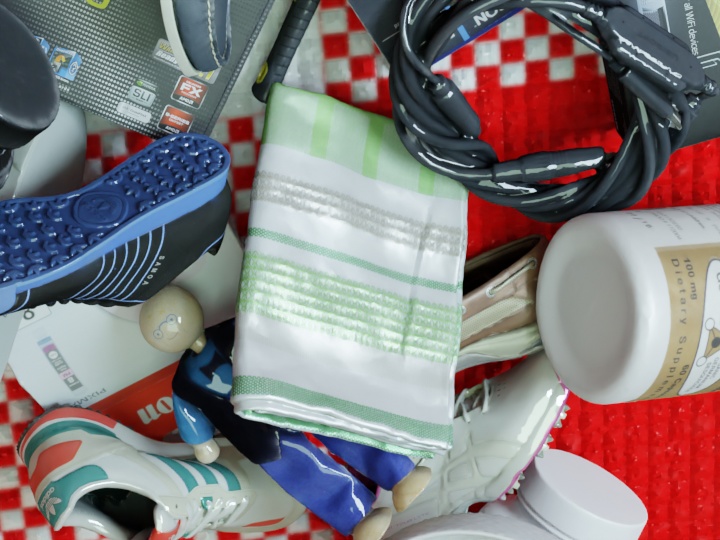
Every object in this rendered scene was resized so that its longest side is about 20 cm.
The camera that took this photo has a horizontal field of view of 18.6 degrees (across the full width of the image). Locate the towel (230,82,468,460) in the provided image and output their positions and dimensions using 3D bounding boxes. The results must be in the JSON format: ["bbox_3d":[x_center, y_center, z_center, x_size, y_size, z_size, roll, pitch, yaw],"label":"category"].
[{"bbox_3d":[0.000,0.000,1.298,0.148,0.031,0.202,15,71,-28],"label":"towel"}]

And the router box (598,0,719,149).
[{"bbox_3d":[0.216,-0.183,1.315,0.156,0.052,0.202,-15,116,-3],"label":"router box"}]

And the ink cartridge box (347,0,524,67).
[{"bbox_3d":[0.036,-0.176,1.251,0.099,0.039,0.200,-32,142,6],"label":"ink cartridge box"}]

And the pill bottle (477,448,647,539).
[{"bbox_3d":[0.106,0.223,1.454,0.111,0.112,0.201,21,110,-18],"label":"pill bottle"}]

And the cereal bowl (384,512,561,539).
[{"bbox_3d":[0.075,0.240,1.361,0.198,0.083,0.202,3,105,11],"label":"cereal bowl"}]

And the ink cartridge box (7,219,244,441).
[{"bbox_3d":[-0.129,0.046,1.367,0.161,0.057,0.201,-27,112,3],"label":"ink cartridge box"}]

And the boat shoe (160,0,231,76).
[{"bbox_3d":[-0.078,-0.205,1.197,0.061,0.075,0.202,-1,106,3],"label":"boat shoe"}]

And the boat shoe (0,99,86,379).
[{"bbox_3d":[-0.220,-0.017,1.279,0.063,0.201,0.071,13,160,23],"label":"boat shoe"}]

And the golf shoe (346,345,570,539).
[{"bbox_3d":[0.056,0.113,1.408,0.091,0.075,0.200,35,114,-12],"label":"golf shoe"}]

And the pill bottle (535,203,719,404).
[{"bbox_3d":[0.218,0.016,1.354,0.198,0.114,0.115,-5,118,-31],"label":"pill bottle"}]

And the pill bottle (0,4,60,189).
[{"bbox_3d":[-0.265,-0.065,1.226,0.199,0.112,0.112,-33,118,28],"label":"pill bottle"}]

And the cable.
[{"bbox_3d":[0.098,-0.106,1.283,0.199,0.051,0.163,26,133,-25],"label":"cable"}]

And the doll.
[{"bbox_3d":[-0.049,0.078,1.328,0.200,0.049,0.137,39,112,-5],"label":"doll"}]

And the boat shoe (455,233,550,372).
[{"bbox_3d":[0.038,0.030,1.379,0.198,0.076,0.072,-20,111,-8],"label":"boat shoe"}]

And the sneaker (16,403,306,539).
[{"bbox_3d":[-0.117,0.149,1.376,0.198,0.094,0.071,16,122,-28],"label":"sneaker"}]

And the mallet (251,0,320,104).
[{"bbox_3d":[-0.016,-0.180,1.270,0.041,0.066,0.201,13,113,-25],"label":"mallet"}]

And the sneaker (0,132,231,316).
[{"bbox_3d":[-0.155,-0.006,1.243,0.199,0.070,0.078,-25,139,-28],"label":"sneaker"}]

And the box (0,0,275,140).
[{"bbox_3d":[-0.149,-0.177,1.260,0.199,0.044,0.161,23,110,-19],"label":"box"}]
